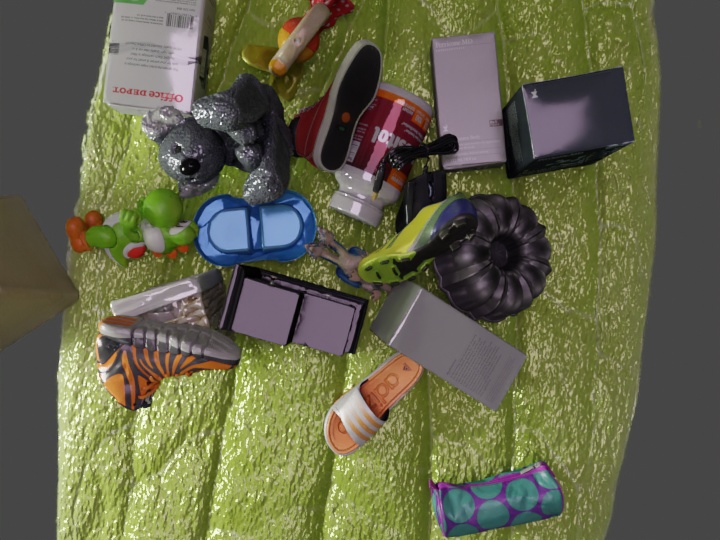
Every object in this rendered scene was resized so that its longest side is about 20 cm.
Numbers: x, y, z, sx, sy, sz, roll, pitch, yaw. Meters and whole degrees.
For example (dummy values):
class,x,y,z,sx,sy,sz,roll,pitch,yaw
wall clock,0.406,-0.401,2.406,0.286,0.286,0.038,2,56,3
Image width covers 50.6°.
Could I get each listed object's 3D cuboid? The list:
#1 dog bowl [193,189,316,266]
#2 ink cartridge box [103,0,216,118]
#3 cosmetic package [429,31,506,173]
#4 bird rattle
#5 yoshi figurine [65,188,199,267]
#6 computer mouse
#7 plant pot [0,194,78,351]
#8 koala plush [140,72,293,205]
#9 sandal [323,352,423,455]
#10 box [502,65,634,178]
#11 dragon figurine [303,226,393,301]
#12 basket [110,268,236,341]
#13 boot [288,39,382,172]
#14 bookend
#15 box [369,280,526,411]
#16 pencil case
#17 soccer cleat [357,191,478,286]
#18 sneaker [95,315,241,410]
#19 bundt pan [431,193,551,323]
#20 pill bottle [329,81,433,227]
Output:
class,x,y,z,sx,sy,sz,roll,pitch,yaw
dog bowl,-0.166,-0.066,1.214,0.195,0.050,0.114,-5,89,0
ink cartridge box,-0.315,-0.346,1.203,0.142,0.084,0.205,7,89,1
cosmetic package,0.167,-0.261,1.197,0.104,0.090,0.205,-7,91,4
bird rattle,-0.086,-0.355,1.172,0.199,0.163,0.113,-40,107,9
yoshi figurine,-0.348,-0.081,1.176,0.195,0.112,0.115,-1,63,11
computer mouse,0.077,-0.105,1.136,0.138,0.202,0.046,-15,52,-28
plant pot,-0.588,0.010,1.152,0.198,0.177,0.202,-32,88,0
koala plush,-0.217,-0.189,1.137,0.196,0.186,0.179,-18,123,20
sandal,0.019,0.204,1.201,0.079,0.059,0.207,43,90,1
box,0.299,-0.214,1.138,0.145,0.200,0.110,-9,88,1
dragon figurine,0.000,0.000,1.202,0.199,0.099,0.059,35,89,-35
basket,-0.270,0.079,1.140,0.133,0.200,0.126,-16,93,0
boot,-0.049,-0.263,1.172,0.071,0.144,0.203,19,98,-36
bookend,-0.092,0.063,1.136,0.194,0.200,0.094,16,89,2
box,0.129,0.108,1.148,0.198,0.124,0.099,33,89,-14
pencil case,0.209,0.354,1.184,0.195,0.085,0.094,-13,105,0
soccer cleat,0.082,-0.045,1.116,0.198,0.085,0.065,-29,133,20
sneaker,-0.259,0.132,1.023,0.195,0.078,0.115,10,103,6
bundt pan,0.212,-0.025,1.162,0.198,0.076,0.207,4,80,-23
pill bottle,0.028,-0.177,1.183,0.111,0.113,0.204,23,90,1
